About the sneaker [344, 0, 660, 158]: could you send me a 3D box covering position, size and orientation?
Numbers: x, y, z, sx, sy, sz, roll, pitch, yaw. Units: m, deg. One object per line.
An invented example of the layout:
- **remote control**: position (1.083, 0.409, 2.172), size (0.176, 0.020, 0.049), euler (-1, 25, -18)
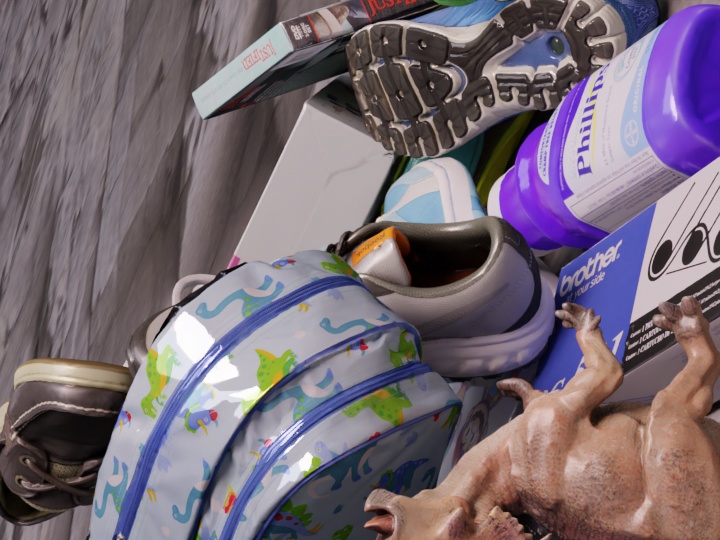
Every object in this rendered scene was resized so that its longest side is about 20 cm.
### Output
- **sneaker**: position (0.076, -0.112, 1.477), size (0.200, 0.089, 0.079), euler (-7, 103, 43)

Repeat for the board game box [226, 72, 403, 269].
- **board game box**: position (-0.024, -0.033, 1.643), size (0.148, 0.064, 0.200), euler (-63, -2, 12)

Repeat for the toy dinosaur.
- **toy dinosaur**: position (0.107, 0.090, 1.123), size (0.086, 0.200, 0.136), euler (64, -153, -58)

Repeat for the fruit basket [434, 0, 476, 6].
- **fruit basket**: position (0.100, -0.224, 1.377), size (0.155, 0.215, 0.216), euler (-11, 58, 69)

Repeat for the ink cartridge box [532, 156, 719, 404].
- **ink cartridge box**: position (0.145, 0.012, 1.221), size (0.200, 0.044, 0.094), euler (-39, 31, 57)

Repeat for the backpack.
- **backpack**: position (-0.038, 0.085, 1.209), size (0.154, 0.163, 0.200), euler (35, 128, 42)

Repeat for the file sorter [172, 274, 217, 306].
- **file sorter**: position (-0.060, 0.122, 1.459), size (0.125, 0.139, 0.200), euler (-96, 22, -53)

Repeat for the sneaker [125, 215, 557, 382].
- **sneaker**: position (-0.013, 0.014, 1.285), size (0.079, 0.200, 0.074), euler (72, -172, -48)

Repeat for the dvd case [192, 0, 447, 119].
- **dvd case**: position (0.016, -0.141, 1.592), size (0.022, 0.200, 0.146), euler (67, 154, 2)

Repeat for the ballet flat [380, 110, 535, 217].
- **ballet flat**: position (0.070, -0.096, 1.555), size (0.200, 0.067, 0.067), euler (-64, -13, 15)

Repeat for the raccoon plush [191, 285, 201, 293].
- **raccoon plush**: position (-0.116, 0.090, 1.827), size (0.200, 0.097, 0.134), euler (-37, 26, 58)

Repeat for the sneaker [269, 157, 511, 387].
- **sneaker**: position (0.000, 0.000, 1.416), size (0.200, 0.130, 0.080), euler (-110, 14, -68)

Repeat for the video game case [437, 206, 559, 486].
- **video game case**: position (0.049, 0.073, 1.459), size (0.182, 0.024, 0.200), euler (-64, 18, 10)

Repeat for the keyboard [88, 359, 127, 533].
- **keyboard**: position (-0.130, 0.122, 1.434), size (0.200, 0.011, 0.056), euler (-87, 15, -45)

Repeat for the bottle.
- **bottle**: position (0.125, -0.057, 1.326), size (0.200, 0.065, 0.084), euler (-34, 39, 60)

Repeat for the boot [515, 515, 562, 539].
- **boot**: position (0.052, 0.200, 1.218), size (0.204, 0.073, 0.154), euler (-58, 22, 30)

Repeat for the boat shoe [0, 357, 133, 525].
- **boat shoe**: position (-0.149, 0.090, 1.404), size (0.201, 0.072, 0.066), euler (142, 137, -69)
